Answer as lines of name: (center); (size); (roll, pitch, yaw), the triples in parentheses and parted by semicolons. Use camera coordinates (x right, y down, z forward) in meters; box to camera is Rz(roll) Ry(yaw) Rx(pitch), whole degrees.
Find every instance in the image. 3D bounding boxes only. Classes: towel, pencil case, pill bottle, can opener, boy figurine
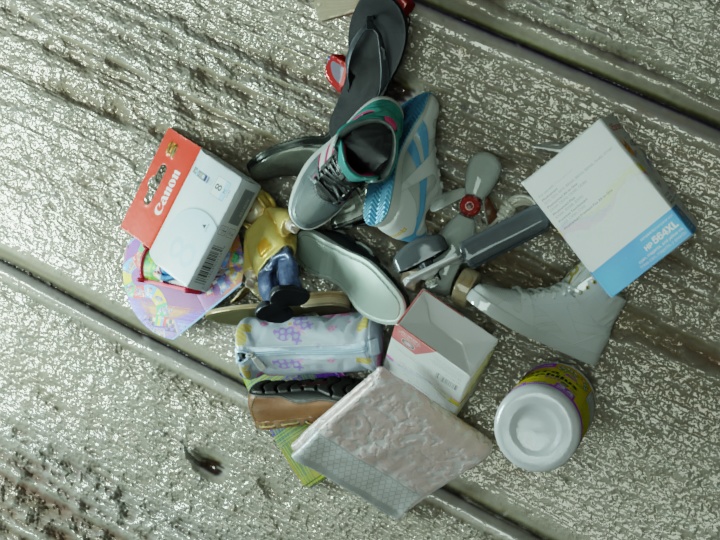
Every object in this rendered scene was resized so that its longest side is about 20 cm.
towel: (0.039, 0.229, 1.743); (0.199, 0.032, 0.191); (35, 121, -25)
pencil case: (-0.066, 0.098, 1.771); (0.198, 0.091, 0.084); (-4, 84, 12)
pill bottle: (0.232, 0.172, 1.650); (0.103, 0.200, 0.106); (2, 98, 17)
can opener: (0.135, -0.033, 1.646); (0.198, 0.053, 0.067); (-23, 81, 7)
towel: (-0.068, 0.186, 1.843); (0.143, 0.023, 0.201); (-34, 86, 20)
boy figurine: (-0.118, -0.035, 1.759); (0.124, 0.064, 0.202); (-43, 50, 36)

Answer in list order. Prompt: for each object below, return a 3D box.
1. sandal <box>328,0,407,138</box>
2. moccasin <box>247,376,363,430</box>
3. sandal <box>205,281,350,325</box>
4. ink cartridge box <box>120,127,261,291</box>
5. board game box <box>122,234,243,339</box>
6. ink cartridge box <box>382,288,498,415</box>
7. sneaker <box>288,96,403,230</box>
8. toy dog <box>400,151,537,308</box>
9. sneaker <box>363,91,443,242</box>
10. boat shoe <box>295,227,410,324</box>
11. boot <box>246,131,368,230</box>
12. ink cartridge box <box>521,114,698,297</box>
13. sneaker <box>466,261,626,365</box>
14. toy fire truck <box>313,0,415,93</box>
sandal: (0.010, -0.251, 1.689); (0.075, 0.043, 0.202); (14, 100, 13)
moccasin: (-0.054, 0.188, 1.790); (0.199, 0.074, 0.079); (-5, 110, 15)
sandal: (-0.109, 0.028, 1.816); (0.209, 0.078, 0.070); (-6, 71, 23)
ink cartridge box: (-0.242, -0.088, 1.798); (0.199, 0.047, 0.161); (33, 99, 34)
board game box: (-0.256, -0.008, 1.845); (0.199, 0.039, 0.159); (-38, 72, 19)
ink cartridge box: (0.096, 0.119, 1.724); (0.116, 0.200, 0.068); (35, 64, 10)
sneaker: (-0.018, -0.121, 1.646); (0.083, 0.121, 0.201); (37, 102, -8)
toy dog: (0.133, -0.043, 1.724); (0.132, 0.096, 0.200); (43, 93, 10)
sneaker: (0.065, -0.132, 1.709); (0.076, 0.080, 0.202); (-11, 56, 53)
boat shoe: (0.000, 0.000, 1.741); (0.200, 0.060, 0.076); (39, 125, 30)
boot: (-0.048, -0.112, 1.763); (0.198, 0.068, 0.132); (-16, 87, 17)
ink cartridge box: (0.296, -0.091, 1.630); (0.125, 0.128, 0.201); (-39, 86, 18)
sneaker: (0.235, 0.030, 1.674); (0.198, 0.074, 0.116); (22, 102, -21)
toy fire truck: (-0.009, -0.336, 1.734); (0.140, 0.049, 0.201); (33, 107, 11)
